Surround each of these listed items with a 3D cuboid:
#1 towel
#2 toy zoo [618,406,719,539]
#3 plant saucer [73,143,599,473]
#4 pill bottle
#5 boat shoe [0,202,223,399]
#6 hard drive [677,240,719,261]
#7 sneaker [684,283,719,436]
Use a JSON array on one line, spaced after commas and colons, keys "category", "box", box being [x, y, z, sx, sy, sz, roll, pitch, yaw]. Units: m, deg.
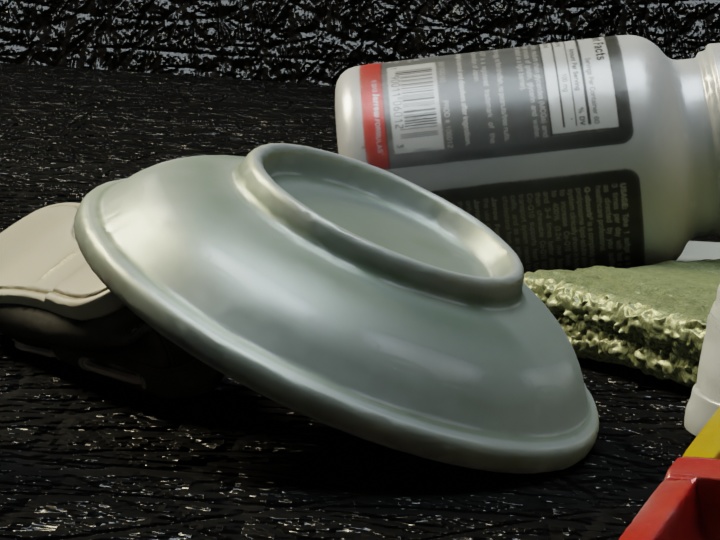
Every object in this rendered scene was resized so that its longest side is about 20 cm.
[{"category": "towel", "box": [0.168, 0.027, 1.023, 0.148, 0.037, 0.200, -3, 11, -36]}, {"category": "toy zoo", "box": [0.130, 0.058, 0.542, 0.131, 0.020, 0.200, 2, 26, 31]}, {"category": "plant saucer", "box": [0.000, 0.000, 0.843, 0.200, 0.050, 0.200, 22, 16, -7]}, {"category": "pill bottle", "box": [0.093, -0.050, 1.140, 0.200, 0.116, 0.116, -6, 8, 3]}, {"category": "boat shoe", "box": [-0.108, 0.015, 0.954, 0.067, 0.057, 0.200, -37, 18, -16]}, {"category": "hard drive", "box": [0.227, 0.007, 1.232, 0.200, 0.026, 0.132, 3, 8, -11]}, {"category": "sneaker", "box": [0.198, 0.019, 0.805, 0.200, 0.116, 0.074, 15, 11, 43]}]
